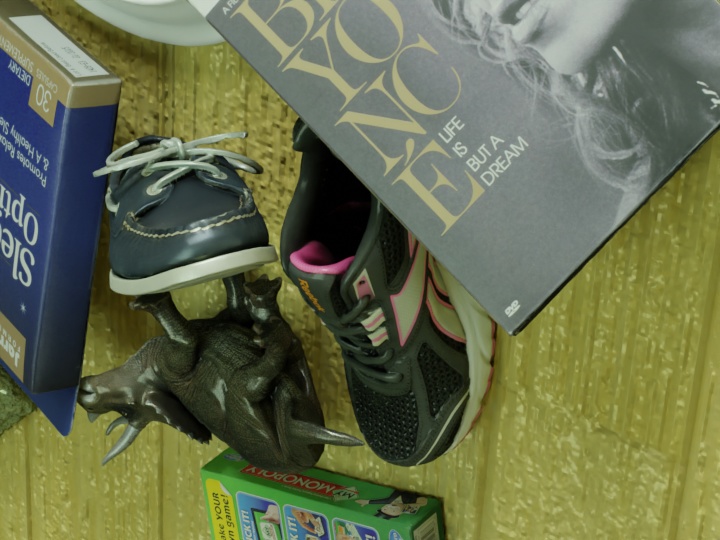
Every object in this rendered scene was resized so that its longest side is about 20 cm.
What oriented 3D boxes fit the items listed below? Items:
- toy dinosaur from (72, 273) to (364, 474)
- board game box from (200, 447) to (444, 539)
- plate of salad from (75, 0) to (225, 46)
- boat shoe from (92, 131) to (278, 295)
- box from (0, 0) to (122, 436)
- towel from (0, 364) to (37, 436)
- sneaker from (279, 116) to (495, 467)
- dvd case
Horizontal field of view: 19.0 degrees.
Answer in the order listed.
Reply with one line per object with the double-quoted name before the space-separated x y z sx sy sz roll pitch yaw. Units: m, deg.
"toy dinosaur" -0.052 0.055 1.027 0.200 0.077 0.103 16 131 39
"board game box" -0.009 0.196 1.097 0.134 0.029 0.201 10 119 35
"plate of salad" -0.103 -0.191 0.948 0.200 0.048 0.201 25 139 24
"boat shoe" -0.079 -0.029 0.954 0.200 0.075 0.062 -136 39 -80
"box" -0.170 -0.026 1.065 0.121 0.032 0.201 40 129 44
"towel" -0.281 0.035 1.190 0.200 0.037 0.148 43 130 -14
"sneaker" 0.000 0.000 0.939 0.080 0.086 0.201 12 121 37
"dvd case" 0.042 -0.097 0.846 0.149 0.016 0.200 -46 79 12
